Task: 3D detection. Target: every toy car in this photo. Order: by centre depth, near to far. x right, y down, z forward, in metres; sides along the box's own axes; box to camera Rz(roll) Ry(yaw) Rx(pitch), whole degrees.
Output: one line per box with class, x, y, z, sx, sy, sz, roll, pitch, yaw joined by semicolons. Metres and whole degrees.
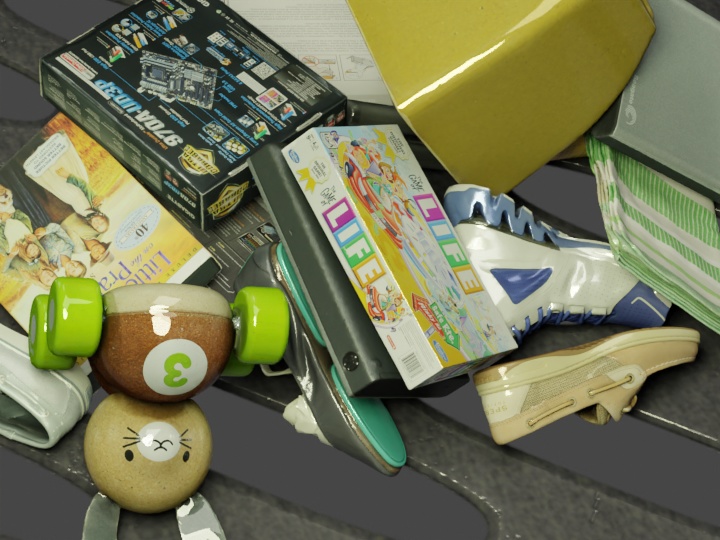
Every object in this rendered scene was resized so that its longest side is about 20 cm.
toy car;-0.146;0.114;1.405;0.163;0.158;0.202;3;80;-18

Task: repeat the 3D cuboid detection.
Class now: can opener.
can opener;-0.010;-0.123;1.688;0.199;0.054;0.067;6;13;-28

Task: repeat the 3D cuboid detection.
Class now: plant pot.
plant pot;0.115;-0.205;1.573;0.199;0.195;0.195;-29;60;10

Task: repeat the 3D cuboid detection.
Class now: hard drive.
hard drive;0.000;0.000;1.509;0.139;0.033;0.201;5;56;-57
hard drive;0.279;-0.144;1.671;0.199;0.033;0.141;22;74;-37

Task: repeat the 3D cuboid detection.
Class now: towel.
towel;0.250;-0.035;1.622;0.152;0.023;0.201;33;28;-22

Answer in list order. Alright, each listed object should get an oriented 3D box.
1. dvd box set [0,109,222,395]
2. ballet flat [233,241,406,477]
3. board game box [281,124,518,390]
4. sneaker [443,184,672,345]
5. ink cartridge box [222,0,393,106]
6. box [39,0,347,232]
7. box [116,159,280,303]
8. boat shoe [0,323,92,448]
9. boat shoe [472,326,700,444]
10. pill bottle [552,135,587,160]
dvd box set;-0.222;-0.016;1.555;0.146;0.029;0.200;-43;61;-5
ballet flat;-0.037;0.075;1.501;0.073;0.073;0.201;-26;83;-28
board game box;0.031;-0.014;1.485;0.134;0.034;0.201;-10;69;-61
sneaker;0.139;0.023;1.584;0.198;0.081;0.116;24;72;-8
ink cartridge box;-0.078;-0.185;1.766;0.198;0.045;0.177;-1;46;-8
box;-0.133;-0.138;1.583;0.200;0.046;0.159;38;57;25
box;-0.118;-0.030;1.612;0.158;0.049;0.200;-30;57;-32
boat shoe;-0.299;0.073;1.472;0.200;0.070;0.072;22;42;9
boat shoe;0.179;0.088;1.537;0.199;0.071;0.065;-12;84;-24
pill bottle;0.187;-0.153;1.729;0.198;0.110;0.110;-8;48;-15
